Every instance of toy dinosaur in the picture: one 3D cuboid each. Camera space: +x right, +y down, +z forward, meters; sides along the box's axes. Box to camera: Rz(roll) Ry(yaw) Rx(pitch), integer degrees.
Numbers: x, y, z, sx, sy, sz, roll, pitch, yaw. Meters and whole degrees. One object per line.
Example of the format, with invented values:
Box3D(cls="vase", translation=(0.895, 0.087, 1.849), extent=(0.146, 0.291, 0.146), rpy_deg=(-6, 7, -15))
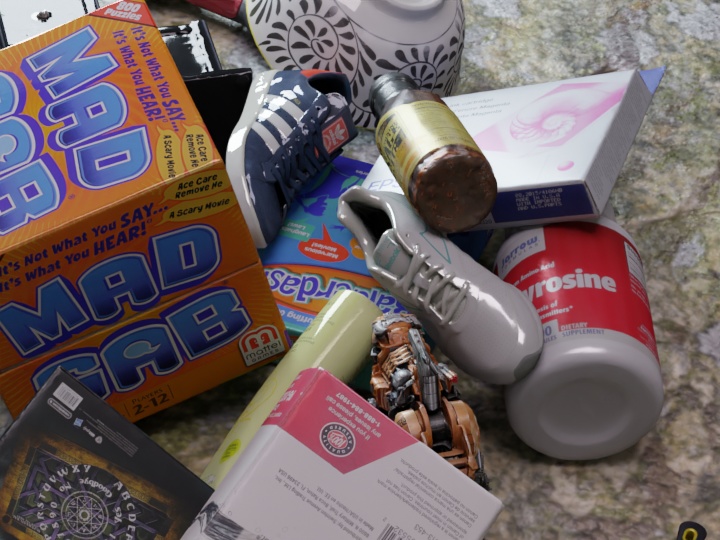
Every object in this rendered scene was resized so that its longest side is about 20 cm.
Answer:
Box3D(cls="toy dinosaur", translation=(0.041, 0.120, 1.506), extent=(0.102, 0.136, 0.200), rpy_deg=(5, 42, 1))

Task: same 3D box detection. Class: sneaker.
Box3D(cls="sneaker", translation=(0.049, 0.010, 1.569), extent=(0.080, 0.071, 0.200), rpy_deg=(21, 19, -50))
Box3D(cls="sneaker", translation=(-0.048, -0.094, 1.713), extent=(0.084, 0.075, 0.200), rpy_deg=(-6, 39, 13))

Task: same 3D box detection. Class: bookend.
Box3D(cls="bookend", translation=(-0.206, -0.172, 1.843), extent=(0.199, 0.092, 0.199), rpy_deg=(-8, 43, -12))

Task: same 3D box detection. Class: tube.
Box3D(cls="tube", translation=(-0.055, 0.096, 1.549), extent=(0.052, 0.058, 0.200), rpy_deg=(23, 58, 30))

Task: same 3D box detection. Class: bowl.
Box3D(cls="bowl", translation=(0.015, -0.224, 1.852), extent=(0.200, 0.094, 0.201), rpy_deg=(15, 53, -21))

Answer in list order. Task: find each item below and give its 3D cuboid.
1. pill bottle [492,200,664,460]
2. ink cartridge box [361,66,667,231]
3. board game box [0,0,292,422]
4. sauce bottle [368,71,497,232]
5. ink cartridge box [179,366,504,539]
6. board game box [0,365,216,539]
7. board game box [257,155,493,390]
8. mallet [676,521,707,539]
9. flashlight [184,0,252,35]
Box3D(cls="pill bottle", translation=(0.154, 0.030, 1.627), extent=(0.112, 0.113, 0.200), rpy_deg=(0, 42, -3))
Box3D(cls="ink cartridge box", translation=(0.114, -0.102, 1.702), extent=(0.196, 0.043, 0.200), rpy_deg=(-6, 35, 29))
Box3D(cls="board game box", translation=(-0.191, -0.031, 1.579), extent=(0.199, 0.200, 0.200), rpy_deg=(-24, 46, -5))
Box3D(cls="sauce bottle", translation=(0.046, -0.091, 1.632), extent=(0.066, 0.066, 0.200), rpy_deg=(-7, 23, -10))
Box3D(cls="ink cartridge box", translation=(-0.032, 0.182, 1.373), extent=(0.145, 0.084, 0.200), rpy_deg=(37, 80, -6))
Box3D(cls="board game box", translation=(-0.154, 0.174, 1.410), extent=(0.200, 0.028, 0.135), rpy_deg=(40, 75, -6))
Box3D(cls="board game box", translation=(0.000, 0.000, 1.702), extent=(0.152, 0.045, 0.200), rpy_deg=(15, 45, 14))
Box3D(cls="mallet", translation=(0.202, 0.237, 1.464), extent=(0.066, 0.041, 0.200), rpy_deg=(20, 42, 20))
Box3D(cls="flashlight", translation=(-0.121, -0.238, 1.940), extent=(0.200, 0.068, 0.068), rpy_deg=(24, 49, 20))
